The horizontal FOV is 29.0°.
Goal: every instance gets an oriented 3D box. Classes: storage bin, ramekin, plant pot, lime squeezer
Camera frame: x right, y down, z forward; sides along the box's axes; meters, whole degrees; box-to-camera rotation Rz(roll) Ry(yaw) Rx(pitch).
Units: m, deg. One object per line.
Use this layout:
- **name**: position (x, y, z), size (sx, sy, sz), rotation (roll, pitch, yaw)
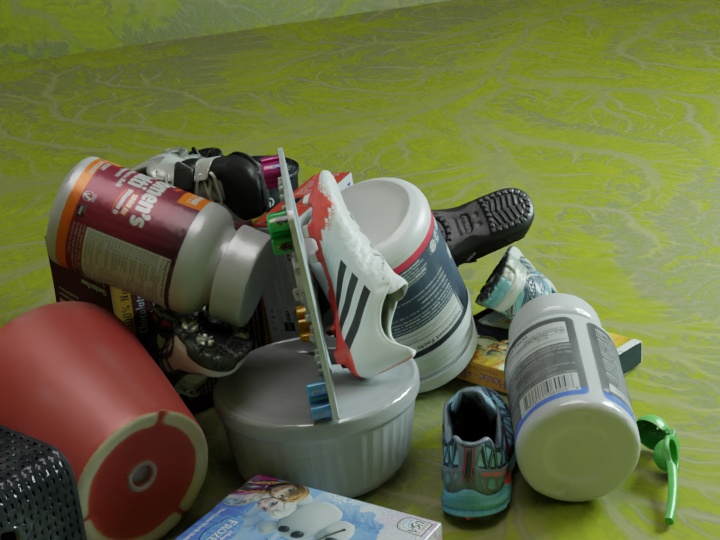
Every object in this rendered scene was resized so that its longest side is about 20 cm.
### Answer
- **storage bin**: position (-0.333, 0.208, 1.189), size (0.198, 0.137, 0.093), rotation (13, 29, 38)
- **ramekin**: position (-0.039, 0.144, 1.349), size (0.200, 0.095, 0.203), rotation (-5, 22, 2)
- **plant pot**: position (-0.244, 0.151, 1.269), size (0.199, 0.203, 0.177), rotation (-21, 36, -35)
- **lime squeezer**: position (0.268, 0.168, 1.304), size (0.070, 0.038, 0.200), rotation (-11, 23, -14)

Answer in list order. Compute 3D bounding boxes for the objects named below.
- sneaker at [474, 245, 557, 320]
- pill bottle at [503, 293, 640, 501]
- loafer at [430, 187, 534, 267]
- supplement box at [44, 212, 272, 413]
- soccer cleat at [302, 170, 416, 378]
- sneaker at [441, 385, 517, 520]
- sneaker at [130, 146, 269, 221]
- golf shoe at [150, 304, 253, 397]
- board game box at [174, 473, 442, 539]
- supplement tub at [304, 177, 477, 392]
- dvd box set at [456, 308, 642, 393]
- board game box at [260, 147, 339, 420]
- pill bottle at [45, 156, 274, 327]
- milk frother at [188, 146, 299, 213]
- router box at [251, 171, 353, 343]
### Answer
- **sneaker**: position (0.181, 0.030, 1.561), size (0.086, 0.078, 0.200), rotation (34, 9, 2)
- **pill bottle**: position (0.194, 0.113, 1.318), size (0.112, 0.115, 0.201), rotation (-3, 30, 3)
- **loafer**: position (0.104, -0.029, 1.575), size (0.198, 0.071, 0.074), rotation (-14, 60, 9)
- **supplement box**: position (-0.208, 0.039, 1.505), size (0.199, 0.200, 0.132), rotation (-22, 28, -35)
- **soccer cleat**: position (0.000, 0.000, 1.321), size (0.084, 0.203, 0.069), rotation (-13, -10, 13)
- **sneaker**: position (0.115, 0.147, 1.307), size (0.078, 0.097, 0.200), rotation (-2, 22, 6)
- **sneaker**: position (-0.175, -0.080, 1.439), size (0.088, 0.075, 0.199), rotation (-23, 20, -38)
- **golf shoe**: position (-0.156, 0.086, 1.341), size (0.076, 0.089, 0.200), rotation (11, 4, -19)
- **board game box**: position (-0.063, 0.251, 1.156), size (0.197, 0.044, 0.200), rotation (10, 26, 30)
- **supplement tub**: position (0.035, 0.017, 1.461), size (0.139, 0.201, 0.141), rotation (-16, 39, 14)
- **dvd box set**: position (0.185, 0.091, 1.520), size (0.199, 0.030, 0.146), rotation (15, 29, 41)
- **board game box**: position (-0.058, 0.010, 1.288), size (0.026, 0.202, 0.200), rotation (-12, 22, -1)
- **pill bottle**: position (-0.187, -0.025, 1.321), size (0.198, 0.111, 0.110), rotation (21, 26, 8)
- **milk frother**: position (-0.158, -0.045, 1.716), size (0.178, 0.190, 0.200), rotation (-6, 21, -6)
- **router box**: position (-0.046, 0.015, 1.525), size (0.048, 0.202, 0.180), rotation (-2, 21, 23)
